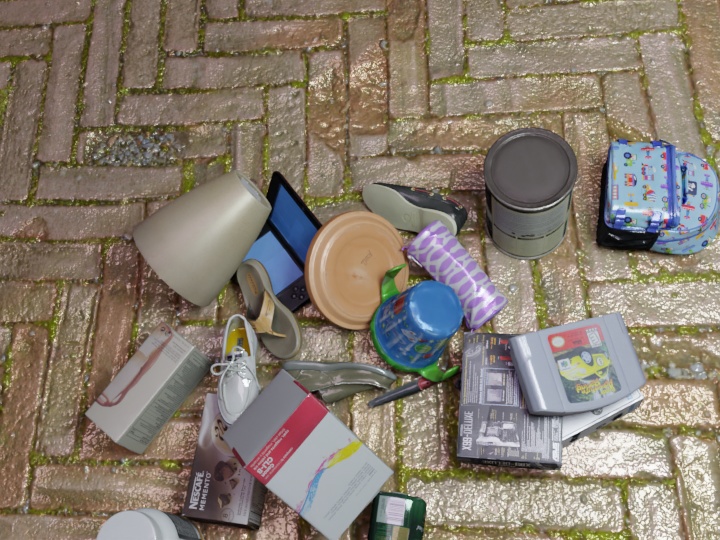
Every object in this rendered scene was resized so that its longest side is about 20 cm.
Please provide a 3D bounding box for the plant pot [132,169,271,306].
[{"bbox_3d":[-0.257,-0.073,1.433,0.200,0.187,0.188,-41,67,9],"label":"plant pot"}]

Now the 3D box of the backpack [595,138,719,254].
[{"bbox_3d":[0.504,-0.122,1.376,0.198,0.135,0.184,8,71,10],"label":"backpack"}]

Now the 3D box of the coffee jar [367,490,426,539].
[{"bbox_3d":[0.047,0.441,1.245,0.085,0.104,0.202,7,70,9],"label":"coffee jar"}]

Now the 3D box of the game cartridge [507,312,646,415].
[{"bbox_3d":[0.330,0.145,1.243,0.198,0.041,0.134,-11,77,-19],"label":"game cartridge"}]

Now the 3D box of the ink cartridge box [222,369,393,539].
[{"bbox_3d":[-0.081,0.282,1.260,0.145,0.145,0.200,-48,112,-10],"label":"ink cartridge box"}]

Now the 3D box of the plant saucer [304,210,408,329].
[{"bbox_3d":[0.000,0.000,1.396,0.032,0.200,0.201,5,61,58],"label":"plant saucer"}]

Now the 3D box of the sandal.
[{"bbox_3d":[-0.170,0.069,1.432,0.080,0.054,0.201,-38,71,27],"label":"sandal"}]

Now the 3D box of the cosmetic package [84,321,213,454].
[{"bbox_3d":[-0.358,0.201,1.414,0.087,0.104,0.200,33,75,22],"label":"cosmetic package"}]

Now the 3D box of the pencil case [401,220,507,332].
[{"bbox_3d":[0.159,0.008,1.392,0.085,0.084,0.200,-39,79,-6],"label":"pencil case"}]

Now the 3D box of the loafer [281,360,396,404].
[{"bbox_3d":[-0.037,0.189,1.385,0.198,0.075,0.070,1,80,15],"label":"loafer"}]

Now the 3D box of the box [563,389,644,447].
[{"bbox_3d":[0.331,0.207,1.312,0.199,0.060,0.117,-26,66,-1],"label":"box"}]

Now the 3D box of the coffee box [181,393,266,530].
[{"bbox_3d":[-0.209,0.313,1.353,0.112,0.080,0.202,5,69,11],"label":"coffee box"}]

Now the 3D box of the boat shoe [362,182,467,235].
[{"bbox_3d":[0.096,-0.113,1.483,0.200,0.074,0.063,22,43,25],"label":"boat shoe"}]

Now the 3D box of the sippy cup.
[{"bbox_3d":[0.099,0.082,1.340,0.177,0.130,0.140,32,60,-5],"label":"sippy cup"}]

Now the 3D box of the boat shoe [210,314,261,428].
[{"bbox_3d":[-0.200,0.155,1.340,0.074,0.086,0.203,-5,50,5],"label":"boat shoe"}]

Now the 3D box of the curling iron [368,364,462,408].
[{"bbox_3d":[0.109,0.196,1.374,0.198,0.026,0.050,-14,64,4],"label":"curling iron"}]

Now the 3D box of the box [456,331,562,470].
[{"bbox_3d":[0.232,0.199,1.273,0.156,0.050,0.202,1,67,11],"label":"box"}]

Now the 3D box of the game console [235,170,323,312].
[{"bbox_3d":[-0.151,-0.040,1.464,0.172,0.119,0.200,-36,67,-6],"label":"game console"}]

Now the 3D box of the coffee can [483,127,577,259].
[{"bbox_3d":[0.280,-0.123,1.377,0.145,0.200,0.148,-3,67,8],"label":"coffee can"}]

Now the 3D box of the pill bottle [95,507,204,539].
[{"bbox_3d":[-0.319,0.427,1.262,0.115,0.200,0.117,-4,67,8],"label":"pill bottle"}]
